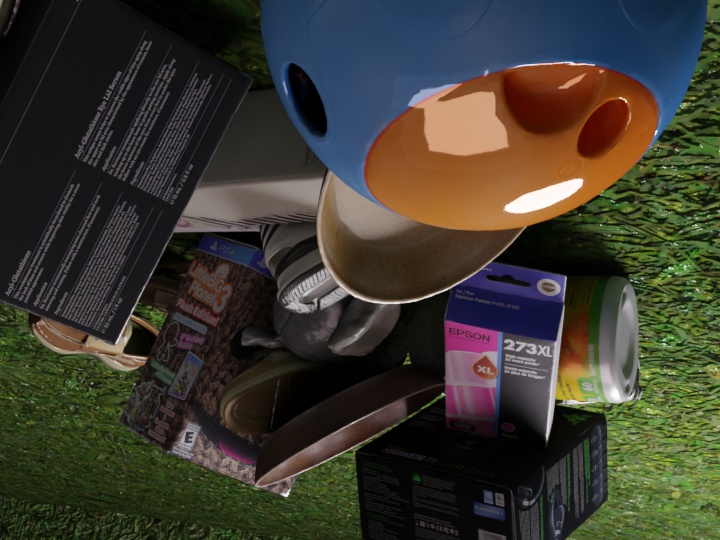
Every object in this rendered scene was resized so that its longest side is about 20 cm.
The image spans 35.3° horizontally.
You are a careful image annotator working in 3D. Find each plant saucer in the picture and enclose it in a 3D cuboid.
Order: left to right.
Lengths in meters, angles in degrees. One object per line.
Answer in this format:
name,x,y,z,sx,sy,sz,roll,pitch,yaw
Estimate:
plant saucer,-0.013,0.136,1.025,0.198,0.035,0.200,-26,168,-6
plant saucer,0.050,-0.069,0.735,0.035,0.200,0.200,49,-174,39

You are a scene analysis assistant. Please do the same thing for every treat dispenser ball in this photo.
treat dispenser ball,0.054,-0.119,0.510,0.198,0.204,0.201,9,159,4

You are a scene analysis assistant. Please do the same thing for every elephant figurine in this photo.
elephant figurine,0.000,0.000,0.945,0.140,0.157,0.200,27,158,0

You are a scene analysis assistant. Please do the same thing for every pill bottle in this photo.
pill bottle,0.148,0.061,1.039,0.197,0.113,0.111,0,157,26

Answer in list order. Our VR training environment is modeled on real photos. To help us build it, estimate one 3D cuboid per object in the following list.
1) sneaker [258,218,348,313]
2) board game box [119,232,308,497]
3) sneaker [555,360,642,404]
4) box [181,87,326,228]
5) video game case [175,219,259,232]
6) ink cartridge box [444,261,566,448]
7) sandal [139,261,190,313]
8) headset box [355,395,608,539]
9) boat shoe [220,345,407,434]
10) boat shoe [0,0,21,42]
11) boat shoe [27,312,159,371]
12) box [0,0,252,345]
sneaker,0.008,-0.064,0.857,0.199,0.116,0.076,-28,150,3
board game box,-0.110,0.092,1.095,0.159,0.202,0.096,29,172,-40
sneaker,0.187,0.092,1.119,0.197,0.076,0.082,2,-159,-3
box,-0.052,-0.083,0.822,0.197,0.083,0.068,-1,157,31
video game case,-0.194,-0.083,0.966,0.180,0.024,0.200,0,156,26
ink cartridge box,0.119,0.073,0.952,0.093,0.037,0.202,10,137,14
sandal,-0.187,0.020,1.194,0.081,0.055,0.200,14,174,7
headset box,0.122,0.193,1.072,0.172,0.094,0.199,7,-162,38
boat shoe,-0.049,0.089,1.052,0.063,0.199,0.074,43,144,39
boat shoe,-0.235,-0.166,0.677,0.071,0.066,0.201,35,140,-8
boat shoe,-0.305,0.067,1.344,0.073,0.077,0.199,-8,161,28
box,-0.183,-0.074,0.732,0.140,0.202,0.079,25,-174,-36
